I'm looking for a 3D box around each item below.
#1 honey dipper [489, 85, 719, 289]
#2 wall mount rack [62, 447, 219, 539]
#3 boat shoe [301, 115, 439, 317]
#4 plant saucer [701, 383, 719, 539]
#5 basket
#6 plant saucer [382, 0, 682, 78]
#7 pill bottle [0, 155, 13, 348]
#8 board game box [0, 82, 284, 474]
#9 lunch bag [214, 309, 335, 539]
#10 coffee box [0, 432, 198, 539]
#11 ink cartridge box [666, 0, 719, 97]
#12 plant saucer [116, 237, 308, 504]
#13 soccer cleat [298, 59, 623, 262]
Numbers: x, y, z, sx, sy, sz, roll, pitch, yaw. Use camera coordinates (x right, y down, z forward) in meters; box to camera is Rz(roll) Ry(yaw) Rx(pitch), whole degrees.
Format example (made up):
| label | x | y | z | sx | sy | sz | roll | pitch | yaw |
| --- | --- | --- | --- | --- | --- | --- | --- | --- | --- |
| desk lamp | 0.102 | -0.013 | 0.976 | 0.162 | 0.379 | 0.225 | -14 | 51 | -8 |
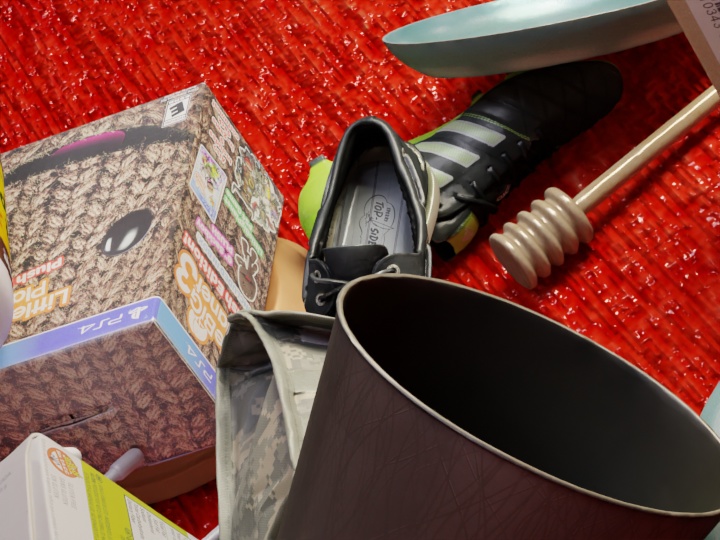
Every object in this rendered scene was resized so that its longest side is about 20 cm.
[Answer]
| label | x | y | z | sx | sy | sz | roll | pitch | yaw |
| --- | --- | --- | --- | --- | --- | --- | --- | --- | --- |
| honey dipper | 0.156 | -0.066 | 1.626 | 0.200 | 0.038 | 0.038 | -40 | 35 | -11 |
| wall mount rack | -0.137 | 0.119 | 1.484 | 0.200 | 0.174 | 0.075 | 3 | 83 | 42 |
| boat shoe | 0.002 | 0.000 | 1.568 | 0.074 | 0.066 | 0.199 | -2 | 50 | 21 |
| plant saucer | 0.235 | 0.088 | 1.248 | 0.200 | 0.027 | 0.200 | -5 | 63 | 10 |
| basket | 0.033 | 0.129 | 1.228 | 0.200 | 0.180 | 0.136 | -64 | -2 | 24 |
| plant saucer | 0.112 | -0.139 | 1.685 | 0.200 | 0.027 | 0.200 | -11 | 11 | 2 |
| pill bottle | -0.241 | -0.009 | 1.578 | 0.109 | 0.109 | 0.200 | -27 | 36 | 10 |
| board game box | -0.144 | 0.014 | 1.653 | 0.159 | 0.097 | 0.200 | -18 | 38 | 22 |
| lunch bag | 0.020 | 0.088 | 1.394 | 0.200 | 0.164 | 0.118 | -104 | 30 | -58 |
| coffee box | -0.129 | 0.239 | 1.318 | 0.200 | 0.198 | 0.200 | -43 | 32 | 16 |
| ink cartridge box | 0.249 | -0.145 | 1.502 | 0.165 | 0.200 | 0.075 | -14 | 40 | 27 |
| plant saucer | -0.107 | 0.048 | 1.700 | 0.200 | 0.037 | 0.200 | -21 | 38 | 17 |
| soccer cleat | 0.062 | -0.054 | 1.672 | 0.200 | 0.068 | 0.081 | -25 | 60 | 6 |
